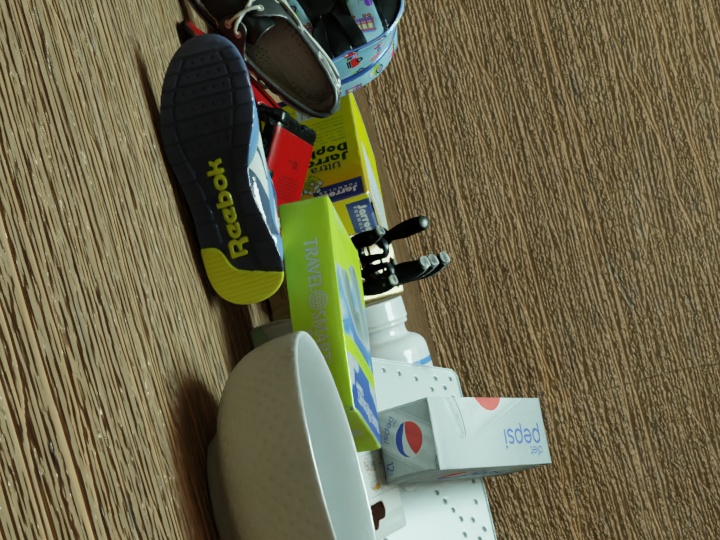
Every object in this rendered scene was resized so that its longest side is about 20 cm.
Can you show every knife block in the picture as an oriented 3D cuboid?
[{"bbox_3d":[0.000,0.000,1.298,0.200,0.173,0.065,17,58,-83],"label":"knife block"}]

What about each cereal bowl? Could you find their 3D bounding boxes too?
[{"bbox_3d":[-0.049,0.147,0.918,0.200,0.082,0.203,-15,90,-84],"label":"cereal bowl"}]

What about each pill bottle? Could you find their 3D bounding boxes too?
[{"bbox_3d":[0.033,0.136,1.568,0.112,0.111,0.203,-29,103,-84],"label":"pill bottle"}]

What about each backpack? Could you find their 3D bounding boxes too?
[{"bbox_3d":[-0.041,-0.248,1.395,0.135,0.181,0.201,74,-11,-49],"label":"backpack"}]

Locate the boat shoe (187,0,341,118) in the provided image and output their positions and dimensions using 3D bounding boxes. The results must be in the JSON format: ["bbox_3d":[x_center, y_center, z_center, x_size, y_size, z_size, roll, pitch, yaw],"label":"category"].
[{"bbox_3d":[-0.091,-0.217,1.253,0.200,0.074,0.060,49,8,-19],"label":"boat shoe"}]

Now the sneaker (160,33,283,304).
[{"bbox_3d":[-0.104,-0.078,1.050,0.082,0.073,0.203,-84,165,-79],"label":"sneaker"}]

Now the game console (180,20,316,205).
[{"bbox_3d":[-0.115,-0.121,1.288,0.200,0.117,0.175,-1,107,-83],"label":"game console"}]

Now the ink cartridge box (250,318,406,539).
[{"bbox_3d":[-0.024,0.140,1.203,0.161,0.049,0.203,0,78,-70],"label":"ink cartridge box"}]

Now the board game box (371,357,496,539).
[{"bbox_3d":[0.033,0.180,1.310,0.198,0.026,0.202,11,55,-37],"label":"board game box"}]

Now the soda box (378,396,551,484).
[{"bbox_3d":[0.100,0.158,1.295,0.199,0.063,0.069,8,67,-52],"label":"soda box"}]

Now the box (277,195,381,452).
[{"bbox_3d":[-0.023,0.057,1.100,0.122,0.047,0.203,61,20,-66],"label":"box"}]

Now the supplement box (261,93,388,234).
[{"bbox_3d":[-0.038,-0.093,1.492,0.201,0.108,0.110,-100,171,-48],"label":"supplement box"}]
